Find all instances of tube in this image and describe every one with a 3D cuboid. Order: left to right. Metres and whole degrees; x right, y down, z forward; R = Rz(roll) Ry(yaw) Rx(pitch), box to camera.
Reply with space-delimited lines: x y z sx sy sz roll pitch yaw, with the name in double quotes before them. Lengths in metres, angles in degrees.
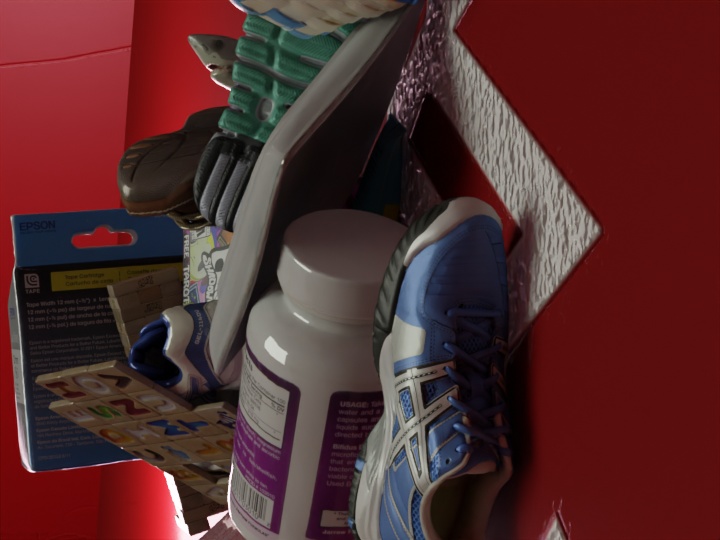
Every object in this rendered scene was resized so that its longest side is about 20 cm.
"tube" 0.000 0.000 1.114 0.077 0.050 0.200 -129 50 -72

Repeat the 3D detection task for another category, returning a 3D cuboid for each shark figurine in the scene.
"shark figurine" -0.051 -0.125 1.357 0.215 0.128 0.090 78 -148 -63

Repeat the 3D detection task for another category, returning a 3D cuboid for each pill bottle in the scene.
"pill bottle" -0.016 0.069 1.024 0.112 0.112 0.200 -107 23 -56

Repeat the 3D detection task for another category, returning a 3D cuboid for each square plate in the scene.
"square plate" -0.031 -0.060 1.046 0.198 0.028 0.200 -56 -8 -42

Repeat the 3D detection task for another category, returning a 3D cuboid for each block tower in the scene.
"block tower" -0.140 0.099 1.333 0.054 0.058 0.200 -178 72 -76

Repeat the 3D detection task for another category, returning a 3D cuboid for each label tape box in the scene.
"label tape box" -0.204 0.052 1.377 0.066 0.143 0.200 171 95 -72

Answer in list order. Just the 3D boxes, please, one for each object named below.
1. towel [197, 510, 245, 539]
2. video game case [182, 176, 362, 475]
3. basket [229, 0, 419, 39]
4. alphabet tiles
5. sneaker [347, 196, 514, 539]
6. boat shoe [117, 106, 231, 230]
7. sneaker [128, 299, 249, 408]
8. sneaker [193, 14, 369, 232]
"towel" -0.067 0.227 1.228 0.144 0.023 0.200 -50 31 10
"video game case" -0.064 0.044 1.242 0.181 0.036 0.200 -11 76 47
"basket" -0.001 -0.232 0.975 0.200 0.139 0.177 -27 54 35
"alphabet tiles" -0.119 0.115 1.188 0.167 0.200 0.008 -13 52 48
"sneaker" 0.050 0.062 0.859 0.077 0.076 0.200 27 117 51
"boat shoe" -0.105 -0.063 1.186 0.200 0.076 0.072 -41 -51 -64
"sneaker" -0.119 0.060 1.177 0.200 0.088 0.075 132 138 -61
"sneaker" -0.045 -0.118 1.119 0.200 0.074 0.088 -62 -11 4
